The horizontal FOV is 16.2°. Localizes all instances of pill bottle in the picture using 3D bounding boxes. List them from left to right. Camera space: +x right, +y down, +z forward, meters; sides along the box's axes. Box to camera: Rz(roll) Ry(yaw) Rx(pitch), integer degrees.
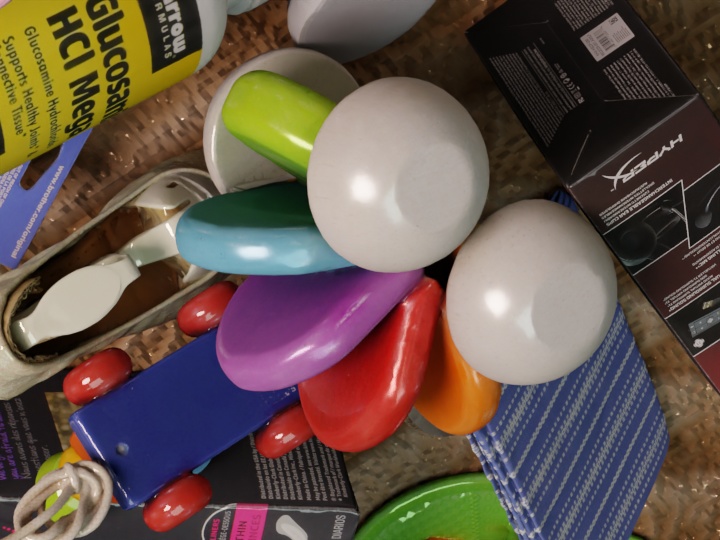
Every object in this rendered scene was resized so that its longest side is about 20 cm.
[{"bbox_3d":[-0.131,-0.116,1.081,0.200,0.112,0.113,-30,133,-23],"label":"pill bottle"}]

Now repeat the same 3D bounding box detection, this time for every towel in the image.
[{"bbox_3d":[0.105,0.074,1.319,0.024,0.145,0.200,6,139,33],"label":"towel"}]

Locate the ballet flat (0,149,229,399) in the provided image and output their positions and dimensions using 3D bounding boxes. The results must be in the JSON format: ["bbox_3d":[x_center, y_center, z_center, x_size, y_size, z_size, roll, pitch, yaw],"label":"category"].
[{"bbox_3d":[-0.106,0.000,1.176,0.062,0.200,0.068,-22,103,53],"label":"ballet flat"}]

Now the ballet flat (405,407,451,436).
[{"bbox_3d":[0.009,0.016,1.299,0.067,0.046,0.200,-51,134,-12],"label":"ballet flat"}]

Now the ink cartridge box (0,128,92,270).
[{"bbox_3d":[-0.215,-0.092,1.133,0.200,0.042,0.120,27,92,-27],"label":"ink cartridge box"}]

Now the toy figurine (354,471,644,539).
[{"bbox_3d":[0.099,0.229,1.393,0.199,0.184,0.150,9,125,-20],"label":"toy figurine"}]

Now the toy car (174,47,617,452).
[{"bbox_3d":[0.000,0.000,1.137,0.200,0.175,0.150,40,82,-29],"label":"toy car"}]

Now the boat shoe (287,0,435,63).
[{"bbox_3d":[0.002,-0.168,1.132,0.071,0.070,0.200,-14,155,-17],"label":"boat shoe"}]

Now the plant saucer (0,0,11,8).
[{"bbox_3d":[-0.184,-0.183,0.932,0.200,0.051,0.201,5,109,13],"label":"plant saucer"}]

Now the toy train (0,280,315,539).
[{"bbox_3d":[-0.121,0.091,1.175,0.200,0.085,0.116,-32,178,-35],"label":"toy train"}]

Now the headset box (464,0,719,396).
[{"bbox_3d":[0.149,-0.036,1.216,0.077,0.149,0.200,-35,128,6],"label":"headset box"}]

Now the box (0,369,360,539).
[{"bbox_3d":[-0.115,0.130,1.313,0.199,0.106,0.122,3,127,-15],"label":"box"}]
